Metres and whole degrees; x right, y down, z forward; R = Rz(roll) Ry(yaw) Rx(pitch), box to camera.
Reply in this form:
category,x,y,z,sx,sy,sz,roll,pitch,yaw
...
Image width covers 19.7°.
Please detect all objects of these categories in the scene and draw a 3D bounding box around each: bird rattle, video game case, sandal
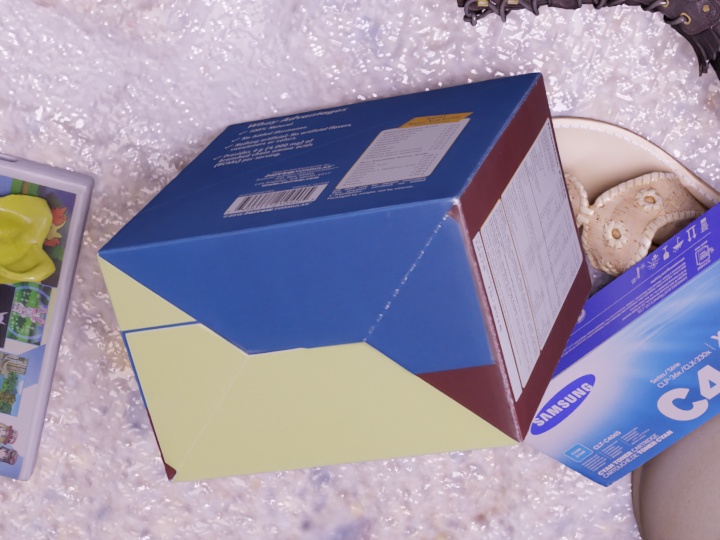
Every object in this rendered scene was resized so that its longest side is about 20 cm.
category,x,y,z,sx,sy,sz,roll,pitch,yaw
bird rattle,-0.266,-0.027,1.149,0.200,0.163,0.113,33,90,-17
video game case,-0.268,0.016,1.251,0.182,0.022,0.201,14,109,-1
sandal,0.171,-0.021,1.184,0.211,0.070,0.078,26,109,-6

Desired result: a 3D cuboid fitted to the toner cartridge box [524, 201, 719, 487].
category,x,y,z,sx,sy,sz,roll,pitch,yaw
toner cartridge box,0.175,0.043,1.174,0.095,0.043,0.200,31,129,-26

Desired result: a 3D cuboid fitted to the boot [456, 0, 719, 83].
category,x,y,z,sx,sy,sz,roll,pitch,yaw
boot,0.139,-0.153,1.133,0.174,0.069,0.201,-6,85,6

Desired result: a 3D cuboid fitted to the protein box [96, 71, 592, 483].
category,x,y,z,sx,sy,sz,roll,pitch,yaw
protein box,0.000,0.000,1.113,0.198,0.200,0.135,-8,110,21

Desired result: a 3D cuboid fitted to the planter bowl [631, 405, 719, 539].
category,x,y,z,sx,sy,sz,roll,pitch,yaw
planter bowl,0.262,0.151,1.207,0.200,0.135,0.201,1,109,3
